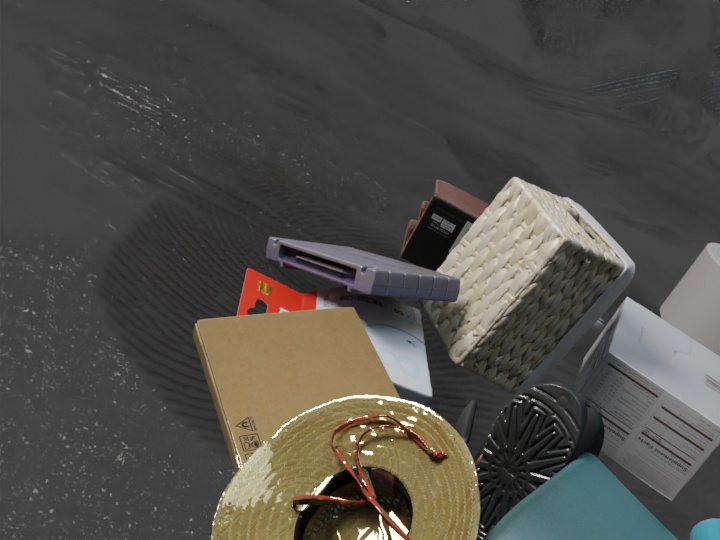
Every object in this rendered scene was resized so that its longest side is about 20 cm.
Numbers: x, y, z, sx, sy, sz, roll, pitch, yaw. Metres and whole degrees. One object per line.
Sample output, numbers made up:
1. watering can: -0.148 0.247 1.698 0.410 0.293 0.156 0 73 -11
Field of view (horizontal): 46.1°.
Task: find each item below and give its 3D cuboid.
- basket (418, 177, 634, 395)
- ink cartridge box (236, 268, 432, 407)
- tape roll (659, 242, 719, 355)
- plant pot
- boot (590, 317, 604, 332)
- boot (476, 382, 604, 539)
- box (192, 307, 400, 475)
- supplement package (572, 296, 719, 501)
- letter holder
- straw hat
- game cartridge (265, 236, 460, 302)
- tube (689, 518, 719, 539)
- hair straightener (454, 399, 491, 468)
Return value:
1. basket: 0.175 0.015 0.937 0.122 0.201 0.136 23 25 -36
2. ink cartridge box: -0.026 0.060 0.863 0.198 0.048 0.161 25 26 -14
3. tape roll: 0.622 0.068 1.409 0.200 0.140 0.204 23 26 -12
4. plant pot: 0.125 0.252 0.591 0.198 0.143 0.141 -12 47 -44
5. boot: 0.303 -0.005 1.247 0.200 0.091 0.072 47 12 31
6. boot: 0.178 0.157 0.754 0.066 0.166 0.199 43 25 29
7. box: -0.045 0.110 0.736 0.161 0.022 0.201 -3 40 -24
8. supplement package: 0.347 0.146 1.021 0.155 0.112 0.200 34 27 11
9. letter holder: 0.169 -0.040 1.182 0.198 0.101 0.143 28 24 -4
10. straw hat: -0.001 0.192 0.603 0.197 0.086 0.202 -7 37 5
11. game cartridge: 0.000 0.000 0.926 0.128 0.039 0.199 12 4 -39
12. tube: 0.351 0.326 0.794 0.076 0.051 0.201 20 32 -2
13. hair straightener: 0.076 0.175 0.788 0.076 0.041 0.200 34 31 9
